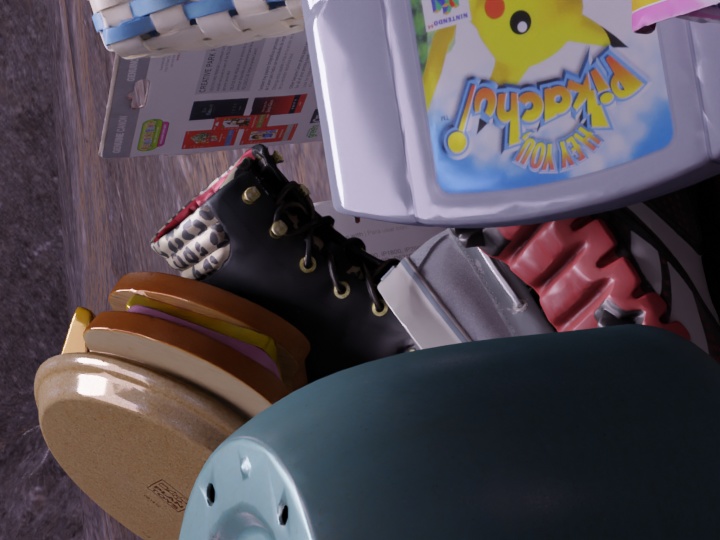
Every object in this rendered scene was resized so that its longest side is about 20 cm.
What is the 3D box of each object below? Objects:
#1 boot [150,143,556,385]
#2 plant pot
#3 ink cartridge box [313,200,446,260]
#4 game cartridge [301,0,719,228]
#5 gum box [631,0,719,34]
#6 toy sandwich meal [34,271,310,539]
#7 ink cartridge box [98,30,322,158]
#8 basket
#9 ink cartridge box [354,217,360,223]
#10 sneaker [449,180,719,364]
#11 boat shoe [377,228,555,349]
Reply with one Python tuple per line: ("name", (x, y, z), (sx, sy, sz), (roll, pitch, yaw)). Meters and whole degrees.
("boot", (-0.001, 0.001, 0.950), (0.154, 0.074, 0.203), (49, 133, -10))
("plant pot", (0.030, 0.118, 0.672), (0.200, 0.159, 0.203), (-8, 81, 62))
("ink cartridge box", (0.021, 0.076, 1.122), (0.148, 0.085, 0.202), (107, 152, -58))
("game cartridge", (0.069, -0.086, 0.709), (0.040, 0.198, 0.135), (-9, -92, -60))
("gum box", (0.140, -0.135, 0.555), (0.200, 0.065, 0.115), (177, 94, -73))
("toy sandwich meal", (-0.081, 0.084, 0.998), (0.071, 0.204, 0.206), (-57, -6, -28))
("ink cartridge box", (-0.075, -0.150, 1.193), (0.200, 0.174, 0.085), (120, 140, -66))
("basket", (-0.079, -0.219, 1.011), (0.139, 0.174, 0.202), (7, -109, -78))
("ink cartridge box", (0.021, -0.153, 0.999), (0.177, 0.044, 0.202), (-90, 2, -55))
("sneaker", (0.111, 0.002, 0.778), (0.201, 0.097, 0.071), (56, 147, 8))
("boat shoe", (0.092, 0.057, 0.843), (0.201, 0.071, 0.070), (49, -178, 17))
